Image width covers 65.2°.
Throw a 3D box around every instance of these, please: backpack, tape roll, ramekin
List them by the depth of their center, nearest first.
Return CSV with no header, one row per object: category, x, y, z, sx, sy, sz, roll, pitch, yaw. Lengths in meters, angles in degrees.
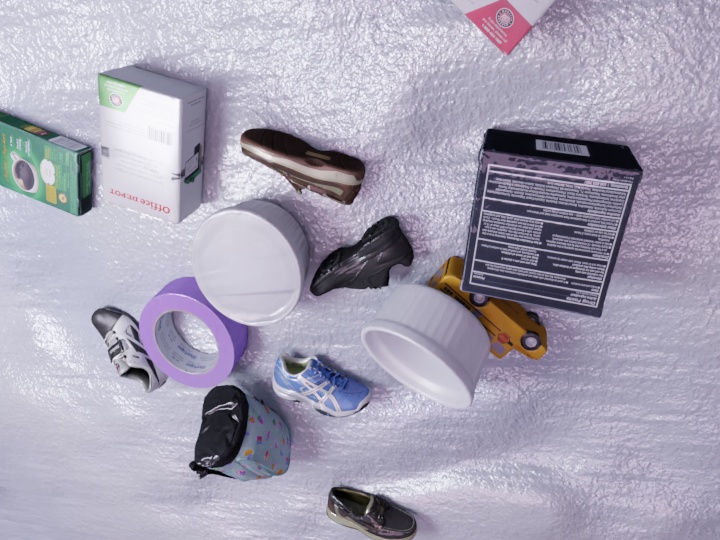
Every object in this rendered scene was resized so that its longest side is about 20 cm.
ramekin,0.106,0.114,0.871,0.197,0.099,0.202,31,157,14
ramekin,-0.173,-0.019,0.933,0.195,0.095,0.209,6,117,12
tape roll,-0.313,0.118,1.061,0.193,0.066,0.207,6,117,12
backpack,-0.220,0.329,1.079,0.122,0.171,0.201,-7,143,23

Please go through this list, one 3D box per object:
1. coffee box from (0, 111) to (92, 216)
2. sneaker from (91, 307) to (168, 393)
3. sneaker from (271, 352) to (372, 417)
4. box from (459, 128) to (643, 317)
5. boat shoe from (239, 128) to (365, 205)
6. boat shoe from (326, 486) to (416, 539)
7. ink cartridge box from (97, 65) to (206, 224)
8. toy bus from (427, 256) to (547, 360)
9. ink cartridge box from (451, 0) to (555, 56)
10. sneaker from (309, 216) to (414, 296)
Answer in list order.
coffee box,-0.569,-0.189,0.991,0.194,0.044,0.126,20,119,5
sneaker,-0.464,0.159,1.113,0.199,0.089,0.074,42,121,-6
sneaker,-0.073,0.207,1.028,0.193,0.076,0.079,10,124,10
box,0.247,-0.069,0.768,0.193,0.124,0.205,11,118,12
boat shoe,-0.093,-0.150,0.857,0.196,0.075,0.077,20,126,5
boat shoe,0.021,0.495,1.150,0.194,0.072,0.068,10,125,16
ink cartridge box,-0.328,-0.197,0.893,0.141,0.085,0.206,17,120,7
toy bus,0.201,0.067,0.884,0.198,0.065,0.079,39,121,-6
ink cartridge box,0.186,-0.384,0.641,0.144,0.084,0.200,37,120,-14
sneaker,0.000,0.000,0.908,0.197,0.077,0.091,-30,113,29
